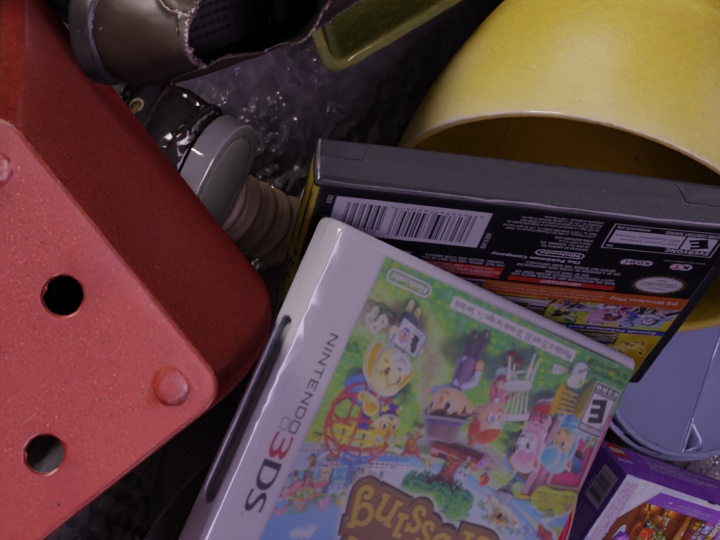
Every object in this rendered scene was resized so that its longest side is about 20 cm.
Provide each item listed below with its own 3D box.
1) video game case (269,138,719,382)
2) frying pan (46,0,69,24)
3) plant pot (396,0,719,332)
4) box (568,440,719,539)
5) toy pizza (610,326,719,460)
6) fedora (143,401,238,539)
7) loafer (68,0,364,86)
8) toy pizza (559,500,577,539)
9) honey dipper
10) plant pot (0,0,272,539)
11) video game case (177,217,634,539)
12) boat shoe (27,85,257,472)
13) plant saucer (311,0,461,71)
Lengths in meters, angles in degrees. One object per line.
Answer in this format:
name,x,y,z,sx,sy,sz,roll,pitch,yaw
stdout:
video game case,0.064,0.001,0.904,0.199,0.181,0.026,6,63,-7
frying pan,-0.126,-0.161,0.813,0.189,0.031,0.115,20,117,-33
plant pot,0.126,-0.078,0.949,0.200,0.199,0.142,39,56,-36
box,0.141,0.203,1.110,0.136,0.039,0.200,21,109,-35
toy pizza,0.207,0.015,1.101,0.199,0.032,0.201,-12,113,-29
fedora,-0.050,0.134,0.961,0.177,0.090,0.200,-37,129,-13
loafer,-0.031,-0.124,0.808,0.200,0.071,0.073,-36,132,-35
toy pizza,0.051,0.140,0.955,0.200,0.032,0.201,-20,120,-38
honey dipper,0.000,0.000,0.976,0.200,0.038,0.038,26,93,-37
plant pot,-0.155,0.017,0.750,0.200,0.176,0.200,-38,105,-2
video game case,0.024,0.093,0.877,0.200,0.022,0.183,24,90,-36
boat shoe,-0.121,0.007,0.891,0.202,0.060,0.072,-60,166,6
plant saucer,0.022,-0.229,0.896,0.200,0.048,0.200,-32,121,-18
